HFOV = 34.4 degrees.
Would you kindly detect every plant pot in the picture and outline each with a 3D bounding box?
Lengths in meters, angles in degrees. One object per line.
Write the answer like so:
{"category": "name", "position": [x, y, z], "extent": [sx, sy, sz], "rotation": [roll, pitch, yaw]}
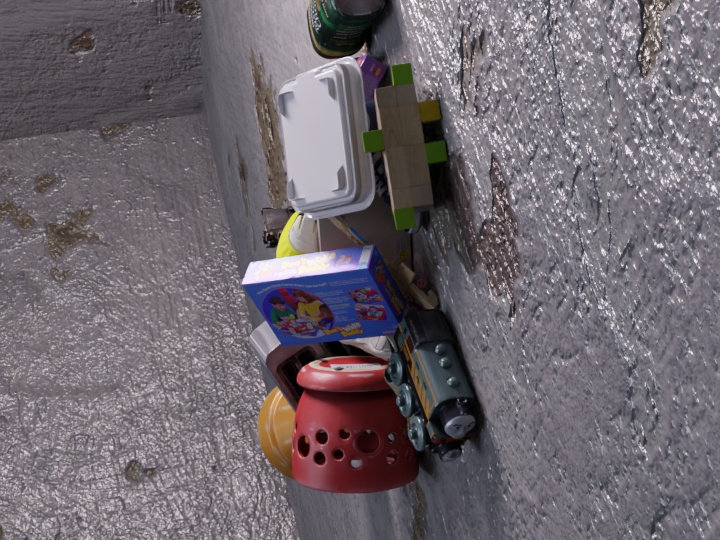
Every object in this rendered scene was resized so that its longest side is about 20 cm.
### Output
{"category": "plant pot", "position": [-0.069, 0.284, 2.176], "extent": [0.183, 0.199, 0.202], "rotation": [-32, 67, 60]}
{"category": "plant pot", "position": [-0.009, 0.231, 1.800], "extent": [0.200, 0.199, 0.184], "rotation": [-164, 73, -77]}

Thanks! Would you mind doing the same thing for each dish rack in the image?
{"category": "dish rack", "position": [-0.055, -0.173, 1.548], "extent": [0.171, 0.043, 0.202], "rotation": [-8, 88, 53]}

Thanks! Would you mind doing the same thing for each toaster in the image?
{"category": "toaster", "position": [-0.069, 0.131, 1.919], "extent": [0.201, 0.180, 0.119], "rotation": [59, 172, -24]}

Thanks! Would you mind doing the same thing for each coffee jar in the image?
{"category": "coffee jar", "position": [-0.024, -0.376, 1.658], "extent": [0.200, 0.085, 0.105], "rotation": [139, 121, -77]}

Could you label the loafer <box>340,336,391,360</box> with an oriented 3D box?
{"category": "loafer", "position": [0.037, 0.103, 1.778], "extent": [0.200, 0.063, 0.072], "rotation": [8, 66, 58]}

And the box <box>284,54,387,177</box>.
{"category": "box", "position": [-0.039, -0.216, 1.698], "extent": [0.201, 0.039, 0.137], "rotation": [-62, 15, -1]}

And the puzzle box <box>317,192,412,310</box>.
{"category": "puzzle box", "position": [0.006, -0.017, 1.672], "extent": [0.025, 0.132, 0.201], "rotation": [-113, 18, -63]}

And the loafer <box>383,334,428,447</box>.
{"category": "loafer", "position": [0.070, 0.161, 1.666], "extent": [0.076, 0.068, 0.202], "rotation": [-134, 37, -70]}

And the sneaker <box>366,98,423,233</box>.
{"category": "sneaker", "position": [0.017, -0.139, 1.586], "extent": [0.070, 0.108, 0.201], "rotation": [121, 139, -69]}

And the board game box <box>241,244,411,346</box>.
{"category": "board game box", "position": [-0.046, 0.038, 1.617], "extent": [0.135, 0.199, 0.045], "rotation": [61, -146, -38]}

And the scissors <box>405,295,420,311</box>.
{"category": "scissors", "position": [-0.014, 0.048, 1.669], "extent": [0.014, 0.198, 0.074], "rotation": [-91, -3, -65]}

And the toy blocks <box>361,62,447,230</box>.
{"category": "toy blocks", "position": [0.054, -0.150, 1.492], "extent": [0.137, 0.099, 0.202], "rotation": [88, 173, -87]}

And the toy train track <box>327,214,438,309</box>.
{"category": "toy train track", "position": [0.035, -0.022, 1.596], "extent": [0.200, 0.033, 0.115], "rotation": [42, 161, 8]}

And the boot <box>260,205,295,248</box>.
{"category": "boot", "position": [-0.076, -0.058, 1.929], "extent": [0.200, 0.173, 0.070], "rotation": [-118, 22, -57]}

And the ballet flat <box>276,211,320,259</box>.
{"category": "ballet flat", "position": [-0.070, -0.075, 1.696], "extent": [0.067, 0.066, 0.201], "rotation": [112, -178, -59]}

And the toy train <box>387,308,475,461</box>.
{"category": "toy train", "position": [0.095, 0.147, 1.524], "extent": [0.114, 0.085, 0.201], "rotation": [108, 152, -46]}
